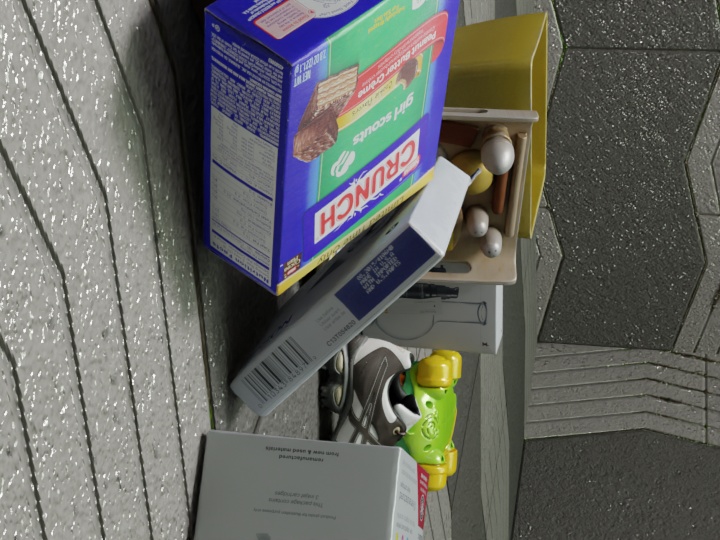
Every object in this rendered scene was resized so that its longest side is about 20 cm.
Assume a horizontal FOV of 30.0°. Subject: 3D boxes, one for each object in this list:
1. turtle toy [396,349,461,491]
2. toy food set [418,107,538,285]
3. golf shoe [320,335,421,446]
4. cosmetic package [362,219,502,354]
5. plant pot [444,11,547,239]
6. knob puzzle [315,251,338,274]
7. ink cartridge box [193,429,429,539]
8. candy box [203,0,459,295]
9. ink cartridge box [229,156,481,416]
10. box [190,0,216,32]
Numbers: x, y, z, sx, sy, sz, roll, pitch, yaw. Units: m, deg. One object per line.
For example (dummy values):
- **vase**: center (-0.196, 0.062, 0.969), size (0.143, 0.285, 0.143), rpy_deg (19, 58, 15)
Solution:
- **turtle toy**: center (0.059, 0.159, 1.505), size (0.200, 0.100, 0.148), rpy_deg (-14, 107, -78)
- **toy food set**: center (0.091, -0.070, 1.300), size (0.061, 0.141, 0.202), rpy_deg (-91, -177, -52)
- **golf shoe**: center (0.011, 0.162, 1.300), size (0.078, 0.093, 0.203), rpy_deg (-61, 154, -66)
- **cosmetic package**: center (0.075, -0.016, 1.420), size (0.052, 0.149, 0.202), rpy_deg (-62, 152, -63)
- **plant pot**: center (0.115, -0.168, 1.510), size (0.200, 0.174, 0.202), rpy_deg (-65, 155, -62)
- **knob puzzle**: center (0.001, -0.058, 1.245), size (0.220, 0.030, 0.222), rpy_deg (15, 90, -83)
- **ink cartridge box**: center (-0.037, 0.229, 0.956), size (0.145, 0.143, 0.203), rpy_deg (56, 40, -71)
- **candy box**: center (-0.019, -0.108, 0.870), size (0.169, 0.077, 0.201), rpy_deg (-39, 153, -33)
- **ink cartridge box**: center (0.000, 0.000, 1.035), size (0.041, 0.199, 0.200), rpy_deg (44, 24, -7)
- **box**: center (-0.055, -0.173, 0.946), size (0.201, 0.074, 0.101), rpy_deg (69, 27, -59)
